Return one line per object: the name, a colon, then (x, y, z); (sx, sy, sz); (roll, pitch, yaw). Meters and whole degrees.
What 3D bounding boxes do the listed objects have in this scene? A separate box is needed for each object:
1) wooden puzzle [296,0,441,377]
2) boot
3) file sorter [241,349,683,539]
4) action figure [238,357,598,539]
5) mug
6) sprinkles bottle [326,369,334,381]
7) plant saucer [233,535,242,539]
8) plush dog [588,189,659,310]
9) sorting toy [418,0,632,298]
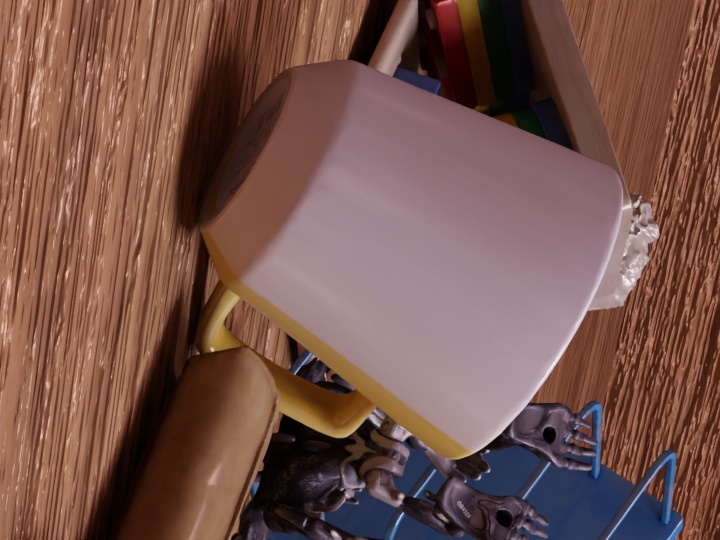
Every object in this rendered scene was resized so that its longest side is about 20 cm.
wooden puzzle: (0.010, -0.038, 1.637); (0.185, 0.046, 0.201); (84, 23, -64)
boot: (-0.088, 0.116, 1.288); (0.175, 0.066, 0.200); (113, -1, -60)
file sorter: (0.052, 0.111, 1.562); (0.139, 0.200, 0.123); (-51, 161, -20)
action figure: (0.016, 0.105, 1.440); (0.102, 0.200, 0.119); (42, 62, -35)
mug: (0.004, -0.002, 1.319); (0.187, 0.153, 0.149); (-57, -166, 11)
sprinkles bottle: (-0.009, 0.159, 1.774); (0.068, 0.068, 0.201); (-45, 149, -71)
plant saucer: (-0.079, 0.246, 1.625); (0.200, 0.032, 0.201); (15, 90, -79)
plush dog: (0.080, -0.054, 1.844); (0.200, 0.160, 0.172); (144, -46, -59)
sorting toy: (0.084, -0.092, 1.655); (0.199, 0.069, 0.201); (83, -10, -76)
